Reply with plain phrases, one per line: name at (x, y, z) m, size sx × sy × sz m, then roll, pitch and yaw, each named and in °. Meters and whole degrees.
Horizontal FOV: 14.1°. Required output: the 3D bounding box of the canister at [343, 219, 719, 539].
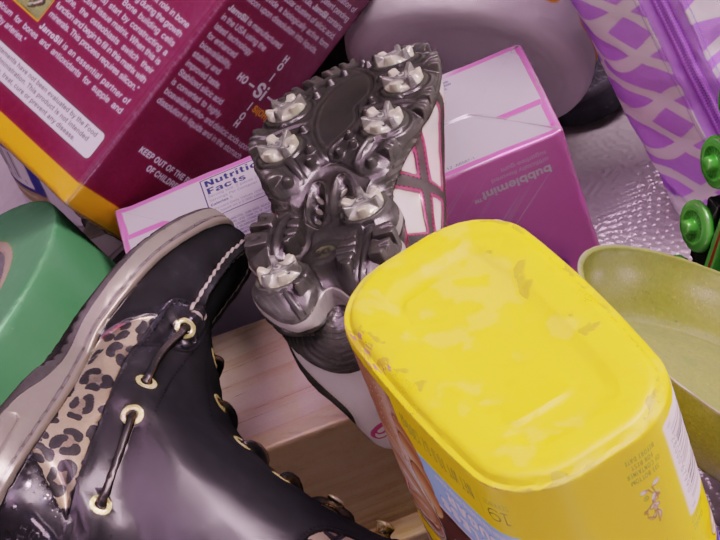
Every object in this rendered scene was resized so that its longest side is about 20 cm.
canister at (0.074, 0.095, 1.043) m, size 0.086 × 0.201 × 0.149 m, roll -31°, pitch 41°, yaw -11°

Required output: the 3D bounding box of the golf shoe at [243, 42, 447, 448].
golf shoe at (0.001, -0.015, 1.139) m, size 0.077 × 0.088 × 0.200 m, roll -14°, pitch 32°, yaw 18°

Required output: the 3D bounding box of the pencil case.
pencil case at (0.135, -0.104, 1.238) m, size 0.084 × 0.200 × 0.086 m, roll -18°, pitch 34°, yaw 23°

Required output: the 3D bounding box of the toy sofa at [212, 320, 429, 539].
toy sofa at (0.000, 0.068, 1.184) m, size 0.199 × 0.083 × 0.098 m, roll -21°, pitch 47°, yaw 3°

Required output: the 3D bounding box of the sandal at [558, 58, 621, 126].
sandal at (0.124, -0.148, 1.412) m, size 0.076 × 0.043 × 0.201 m, roll 1°, pitch 55°, yaw 35°

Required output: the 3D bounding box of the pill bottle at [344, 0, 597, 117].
pill bottle at (0.064, -0.175, 1.347) m, size 0.116 × 0.116 × 0.201 m, roll -2°, pitch 60°, yaw 23°

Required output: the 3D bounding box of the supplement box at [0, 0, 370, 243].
supplement box at (-0.077, -0.120, 1.272) m, size 0.110 × 0.086 × 0.200 m, roll 40°, pitch 94°, yaw 34°

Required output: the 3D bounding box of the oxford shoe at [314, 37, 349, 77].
oxford shoe at (0.019, -0.126, 1.417) m, size 0.200 × 0.071 × 0.071 m, roll -36°, pitch 3°, yaw -29°

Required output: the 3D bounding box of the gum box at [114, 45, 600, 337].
gum box at (0.000, 0.000, 1.245) m, size 0.199 × 0.114 × 0.066 m, roll -22°, pitch 41°, yaw 1°

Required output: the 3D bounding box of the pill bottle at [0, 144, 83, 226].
pill bottle at (-0.143, -0.130, 1.385) m, size 0.119 × 0.200 × 0.120 m, roll -12°, pitch 42°, yaw 11°

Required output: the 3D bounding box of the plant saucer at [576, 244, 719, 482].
plant saucer at (0.163, 0.055, 1.091) m, size 0.031 × 0.199 × 0.200 m, roll -61°, pitch 39°, yaw 17°

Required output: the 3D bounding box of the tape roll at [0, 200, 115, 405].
tape roll at (-0.186, 0.058, 1.252) m, size 0.200 × 0.048 × 0.201 m, roll -40°, pitch 20°, yaw 17°

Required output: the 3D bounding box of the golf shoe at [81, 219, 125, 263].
golf shoe at (-0.029, -0.020, 1.328) m, size 0.199 × 0.073 × 0.093 m, roll -13°, pitch 71°, yaw 8°

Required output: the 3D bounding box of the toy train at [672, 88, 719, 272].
toy train at (0.169, -0.051, 1.176) m, size 0.042 × 0.201 × 0.056 m, roll -8°, pitch 40°, yaw -28°

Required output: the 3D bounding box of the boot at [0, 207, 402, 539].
boot at (-0.049, 0.072, 1.093) m, size 0.153 × 0.074 × 0.204 m, roll 28°, pitch 42°, yaw 9°
